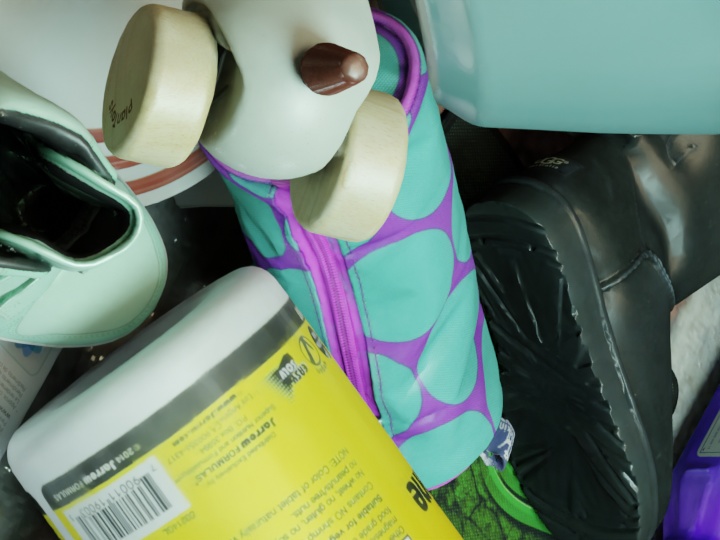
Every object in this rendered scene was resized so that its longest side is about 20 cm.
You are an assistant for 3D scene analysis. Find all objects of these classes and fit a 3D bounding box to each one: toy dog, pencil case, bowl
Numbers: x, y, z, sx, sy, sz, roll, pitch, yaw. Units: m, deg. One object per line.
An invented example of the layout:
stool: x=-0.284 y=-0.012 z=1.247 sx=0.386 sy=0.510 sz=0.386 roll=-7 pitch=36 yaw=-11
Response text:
toy dog: x=-0.018 y=-0.111 z=0.865 sx=0.131 sy=0.096 sz=0.201 roll=-7 pitch=82 yaw=-31
pencil case: x=0.000 y=0.000 z=1.010 sx=0.200 sy=0.085 sz=0.093 roll=74 pitch=21 yaw=-47
bowl: x=0.055 y=-0.132 z=0.995 sx=0.105 sy=0.201 sz=0.202 roll=-16 pitch=105 yaw=-5

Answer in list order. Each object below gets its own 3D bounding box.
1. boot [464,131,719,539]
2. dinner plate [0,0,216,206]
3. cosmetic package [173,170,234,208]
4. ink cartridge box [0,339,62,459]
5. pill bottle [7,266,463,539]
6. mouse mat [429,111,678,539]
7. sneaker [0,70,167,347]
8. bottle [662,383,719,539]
boot: x=0.126 y=0.005 z=1.172 sx=0.162 sy=0.073 sz=0.199 roll=-37 pitch=124 yaw=-35
dinner plate: x=-0.083 y=-0.120 z=0.945 sx=0.200 sy=0.024 sz=0.201 roll=-17 pitch=114 yaw=-44
cosmetic package: x=-0.057 y=-0.131 z=1.031 sx=0.082 sy=0.051 sz=0.201 roll=-33 pitch=114 yaw=-37
ink cartridge box: x=-0.166 y=0.039 z=0.921 sx=0.119 sy=0.042 sz=0.201 roll=53 pitch=53 yaw=-45
pill bottle: x=-0.022 y=0.108 z=0.953 sx=0.112 sy=0.112 sz=0.200 roll=-40 pitch=97 yaw=-37
mouse mat: x=0.058 y=0.049 z=1.177 sx=0.200 sy=0.008 sz=0.161 roll=52 pitch=57 yaw=-33
sneaker: x=-0.100 y=-0.009 z=0.858 sx=0.074 sy=0.118 sz=0.200 roll=-58 pitch=142 yaw=-4
bottle: x=0.180 y=0.105 z=1.255 sx=0.084 sy=0.065 sz=0.200 roll=49 pitch=58 yaw=-27
